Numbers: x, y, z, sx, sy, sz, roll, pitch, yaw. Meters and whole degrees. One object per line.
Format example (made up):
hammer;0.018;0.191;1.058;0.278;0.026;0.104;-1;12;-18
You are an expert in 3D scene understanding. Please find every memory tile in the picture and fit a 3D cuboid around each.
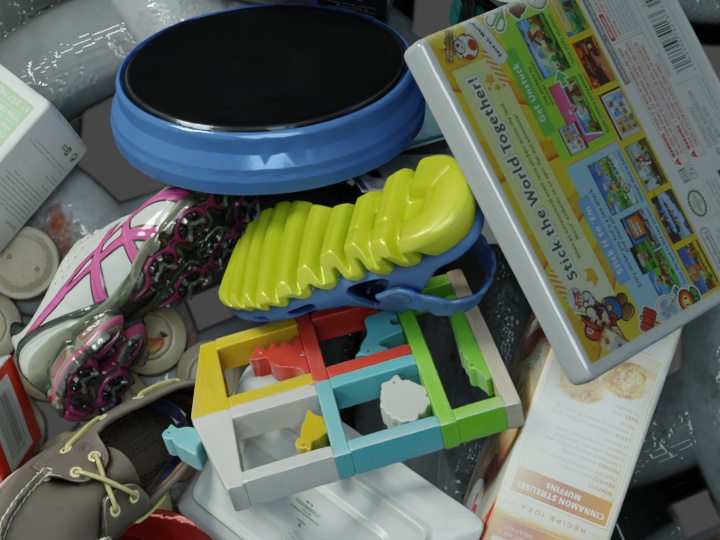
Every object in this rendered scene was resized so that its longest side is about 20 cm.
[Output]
memory tile;-0.184;0.075;0.946;0.199;0.017;0.154;30;81;5

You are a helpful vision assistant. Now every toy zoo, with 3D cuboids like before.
toy zoo;-0.018;0.070;0.836;0.199;0.021;0.131;-16;37;-2

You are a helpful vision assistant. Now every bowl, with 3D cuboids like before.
bowl;-0.059;-0.114;0.903;0.199;0.201;0.040;-4;123;-2

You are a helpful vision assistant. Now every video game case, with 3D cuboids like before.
video game case;0.140;-0.063;0.799;0.181;0.023;0.201;-26;88;-30

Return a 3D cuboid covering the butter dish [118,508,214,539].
butter dish;-0.193;0.234;0.848;0.199;0.148;0.201;9;83;1

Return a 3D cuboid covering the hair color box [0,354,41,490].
hair color box;-0.307;0.119;0.873;0.199;0.111;0.064;-18;101;2

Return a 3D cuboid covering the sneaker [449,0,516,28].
sneaker;0.097;-0.178;0.921;0.083;0.200;0.121;3;124;6

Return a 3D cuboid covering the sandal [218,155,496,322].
sandal;0.000;0.000;0.841;0.199;0.087;0.080;-10;51;40

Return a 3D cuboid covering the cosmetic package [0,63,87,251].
cosmetic package;-0.286;-0.044;0.926;0.107;0.085;0.200;35;80;16

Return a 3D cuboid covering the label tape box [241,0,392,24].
label tape box;-0.044;-0.227;0.908;0.143;0.200;0.064;13;79;2

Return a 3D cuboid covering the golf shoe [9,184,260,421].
golf shoe;-0.147;-0.007;0.908;0.092;0.073;0.200;40;90;31

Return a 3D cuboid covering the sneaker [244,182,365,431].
sneaker;-0.007;0.030;0.928;0.099;0.071;0.201;-16;76;1

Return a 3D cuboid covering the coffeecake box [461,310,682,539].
coffeecake box;0.125;0.091;0.877;0.073;0.154;0.201;21;80;0

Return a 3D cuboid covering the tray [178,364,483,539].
tray;-0.028;0.142;0.841;0.200;0.022;0.108;30;96;37

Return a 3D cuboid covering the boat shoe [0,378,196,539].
boat shoe;-0.150;0.122;0.836;0.059;0.200;0.072;-39;90;33

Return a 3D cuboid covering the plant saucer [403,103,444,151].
plant saucer;0.045;-0.119;0.983;0.199;0.019;0.070;-16;81;-3

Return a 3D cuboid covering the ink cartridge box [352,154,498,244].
ink cartridge box;0.087;-0.047;0.914;0.199;0.100;0.039;0;109;-10
